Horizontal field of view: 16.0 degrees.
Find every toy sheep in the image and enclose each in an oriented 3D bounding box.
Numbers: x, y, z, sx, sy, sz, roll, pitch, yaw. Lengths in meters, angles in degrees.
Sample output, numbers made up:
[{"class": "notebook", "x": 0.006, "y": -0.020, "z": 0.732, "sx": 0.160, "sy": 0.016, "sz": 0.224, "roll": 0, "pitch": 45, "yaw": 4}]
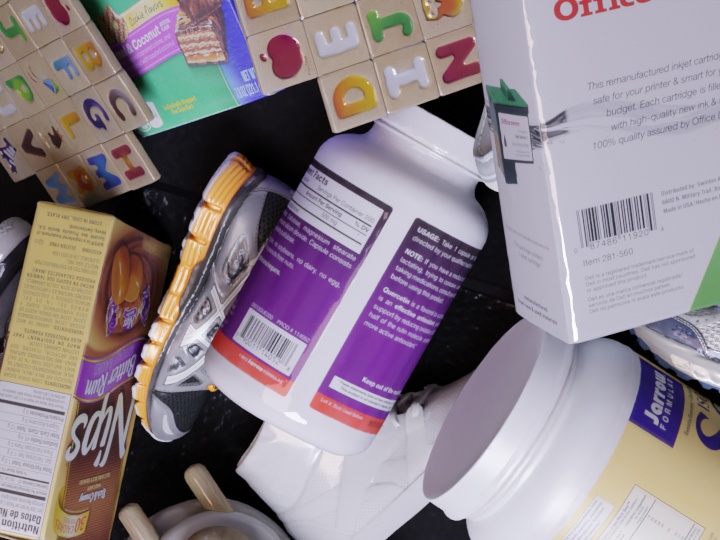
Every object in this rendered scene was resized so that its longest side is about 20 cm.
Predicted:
[{"class": "toy sheep", "x": -0.099, "y": 0.206, "z": 1.615, "sx": 0.138, "sy": 0.138, "sz": 0.200, "roll": 38, "pitch": 160, "yaw": 6}]

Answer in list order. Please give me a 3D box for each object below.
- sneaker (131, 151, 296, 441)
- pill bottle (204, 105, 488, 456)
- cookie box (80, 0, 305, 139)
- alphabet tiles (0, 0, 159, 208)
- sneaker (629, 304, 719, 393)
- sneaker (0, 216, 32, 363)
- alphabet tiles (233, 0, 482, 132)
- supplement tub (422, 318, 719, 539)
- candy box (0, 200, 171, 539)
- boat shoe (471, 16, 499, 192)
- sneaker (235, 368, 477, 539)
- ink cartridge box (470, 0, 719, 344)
[{"class": "sneaker", "x": -0.084, "y": 0.028, "z": 1.578, "sx": 0.077, "sy": 0.078, "sz": 0.200, "roll": 23, "pitch": 119, "yaw": 0}, {"class": "pill bottle", "x": 0.000, "y": 0.000, "z": 1.490, "sx": 0.112, "sy": 0.112, "sz": 0.200, "roll": 30, "pitch": 94, "yaw": 10}, {"class": "cookie box", "x": -0.113, "y": -0.189, "z": 1.479, "sx": 0.171, "sy": 0.075, "sz": 0.200, "roll": -13, "pitch": 103, "yaw": 53}, {"class": "alphabet tiles", "x": -0.196, "y": -0.113, "z": 1.543, "sx": 0.167, "sy": 0.006, "sz": 0.200, "roll": 58, "pitch": 150, "yaw": -10}, {"class": "sneaker", "x": 0.250, "y": 0.032, "z": 1.448, "sx": 0.200, "sy": 0.077, "sz": 0.085, "roll": 16, "pitch": 104, "yaw": 9}, {"class": "sneaker", "x": -0.214, "y": 0.065, "z": 1.647, "sx": 0.114, "sy": 0.075, "sz": 0.200, "roll": 28, "pitch": 122, "yaw": 11}, {"class": "alphabet tiles", "x": 0.021, "y": -0.175, "z": 1.422, "sx": 0.200, "sy": 0.006, "sz": 0.167, "roll": -20, "pitch": 103, "yaw": -18}, {"class": "supplement tub", "x": 0.151, "y": 0.128, "z": 1.447, "sx": 0.200, "sy": 0.145, "sz": 0.145, "roll": 32, "pitch": 119, "yaw": -11}, {"class": "candy box", "x": -0.175, "y": 0.068, "z": 1.560, "sx": 0.056, "sy": 0.117, "sz": 0.200, "roll": 12, "pitch": 85, "yaw": 15}, {"class": "boat shoe", "x": 0.098, "y": -0.143, "z": 1.411, "sx": 0.071, "sy": 0.070, "sz": 0.201, "roll": 22, "pitch": 95, "yaw": -24}, {"class": "sneaker", "x": 0.004, "y": 0.095, "z": 1.564, "sx": 0.116, "sy": 0.074, "sz": 0.200, "roll": 46, "pitch": 120, "yaw": -1}, {"class": "ink cartridge box", "x": 0.147, "y": -0.079, "z": 1.360, "sx": 0.146, "sy": 0.084, "sz": 0.200, "roll": -14, "pitch": 107, "yaw": -17}]
